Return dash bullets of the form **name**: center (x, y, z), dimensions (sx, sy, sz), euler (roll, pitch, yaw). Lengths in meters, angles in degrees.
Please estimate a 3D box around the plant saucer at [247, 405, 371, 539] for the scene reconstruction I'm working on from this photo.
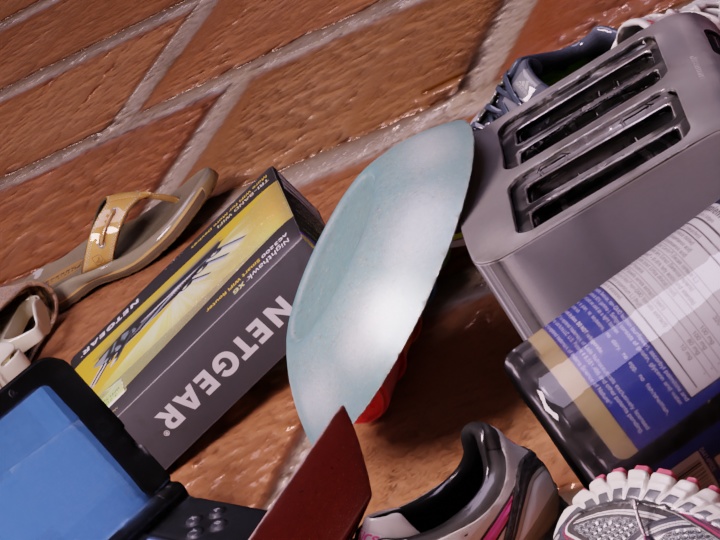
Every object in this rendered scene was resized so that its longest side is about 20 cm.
- **plant saucer**: center (-0.061, 0.189, 1.063), dimensions (0.200, 0.037, 0.200), euler (-54, -9, -39)

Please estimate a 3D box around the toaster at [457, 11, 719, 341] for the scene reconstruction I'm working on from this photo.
- **toaster**: center (0.148, -0.029, 1.203), dimensions (0.200, 0.119, 0.181), euler (-31, 21, 14)

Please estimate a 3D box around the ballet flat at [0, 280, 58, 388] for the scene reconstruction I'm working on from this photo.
- **ballet flat**: center (-0.277, 0.065, 1.721), dimensions (0.067, 0.068, 0.200), euler (-19, 28, 20)

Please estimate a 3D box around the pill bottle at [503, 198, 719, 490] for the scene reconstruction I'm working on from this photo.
- **pill bottle**: center (0.176, 0.028, 1.051), dimensions (0.200, 0.112, 0.112), euler (-36, 22, 0)

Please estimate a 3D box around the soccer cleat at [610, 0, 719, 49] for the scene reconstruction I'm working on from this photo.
- **soccer cleat**: center (0.198, -0.134, 1.374), dimensions (0.200, 0.085, 0.069), euler (-47, 36, -21)

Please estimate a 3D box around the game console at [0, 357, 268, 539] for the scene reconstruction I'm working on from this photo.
- **game console**: center (-0.157, 0.150, 1.225), dimensions (0.176, 0.117, 0.200), euler (5, 36, 42)

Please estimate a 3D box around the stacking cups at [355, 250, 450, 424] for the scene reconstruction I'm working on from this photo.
- **stacking cups**: center (0.013, 0.017, 1.393), dimensions (0.060, 0.061, 0.200), euler (-22, 27, 31)

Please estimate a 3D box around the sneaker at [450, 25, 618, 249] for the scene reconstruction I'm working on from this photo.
- **sneaker**: center (0.093, -0.089, 1.403), dimensions (0.200, 0.081, 0.074), euler (-35, 57, -15)

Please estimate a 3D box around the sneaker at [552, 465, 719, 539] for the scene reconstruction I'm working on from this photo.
- **sneaker**: center (0.144, 0.133, 0.929), dimensions (0.075, 0.081, 0.200), euler (-49, 25, -26)

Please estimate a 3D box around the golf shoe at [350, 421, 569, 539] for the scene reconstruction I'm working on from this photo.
- **golf shoe**: center (0.012, 0.157, 1.063), dimensions (0.200, 0.092, 0.073), euler (-43, 25, -14)

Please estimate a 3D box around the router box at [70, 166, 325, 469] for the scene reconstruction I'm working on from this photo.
- **router box**: center (-0.102, 0.037, 1.491), dimensions (0.200, 0.052, 0.157), euler (-44, 21, 6)

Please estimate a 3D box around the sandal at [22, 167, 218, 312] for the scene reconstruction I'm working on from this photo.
- **sandal**: center (-0.202, -0.029, 1.810), dimensions (0.200, 0.054, 0.080), euler (-28, 23, 19)

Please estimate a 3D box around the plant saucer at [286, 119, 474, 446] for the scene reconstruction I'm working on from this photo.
- **plant saucer**: center (0.000, 0.000, 1.257), dimensions (0.201, 0.039, 0.201), euler (-60, 14, 25)
